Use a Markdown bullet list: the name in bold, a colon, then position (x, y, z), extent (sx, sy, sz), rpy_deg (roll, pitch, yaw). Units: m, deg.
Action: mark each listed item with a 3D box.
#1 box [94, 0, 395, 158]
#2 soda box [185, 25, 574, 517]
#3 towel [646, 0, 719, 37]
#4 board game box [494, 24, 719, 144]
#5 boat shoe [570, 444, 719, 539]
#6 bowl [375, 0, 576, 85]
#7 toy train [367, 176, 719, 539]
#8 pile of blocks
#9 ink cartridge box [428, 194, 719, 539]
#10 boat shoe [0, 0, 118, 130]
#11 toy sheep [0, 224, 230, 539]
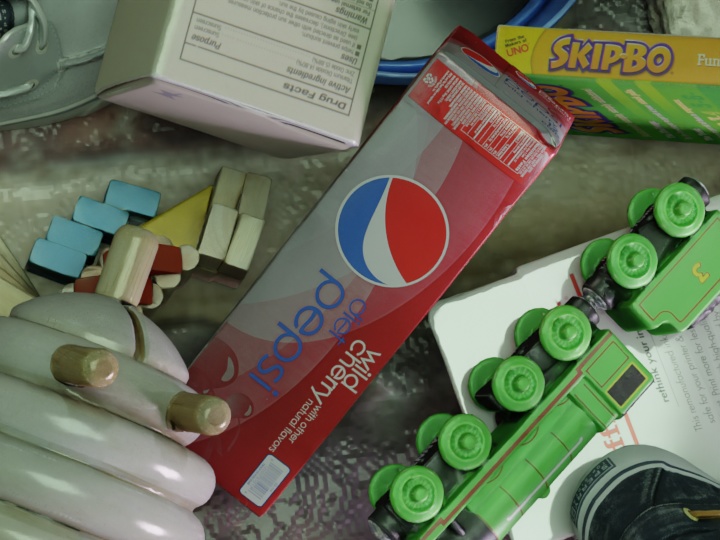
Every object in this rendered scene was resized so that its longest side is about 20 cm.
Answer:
- **box**: position (-0.030, -0.153, 1.123), extent (0.095, 0.078, 0.201), rpy_deg (19, 81, -22)
- **soda box**: position (0.000, 0.000, 1.140), extent (0.063, 0.070, 0.200), rpy_deg (39, 106, -1)
- **towel**: position (0.184, -0.163, 1.266), extent (0.132, 0.034, 0.201), rpy_deg (-7, 82, -10)
- **board game box**: position (0.142, -0.074, 1.180), extent (0.199, 0.096, 0.030), rpy_deg (2, 78, 10)
- **boat shoe**: position (0.178, 0.139, 1.147), extent (0.200, 0.091, 0.071), rpy_deg (21, 108, -31)
- **bowl**: position (0.013, -0.176, 1.234), extent (0.200, 0.039, 0.201), rpy_deg (2, 79, -9)
- **toy train**: position (0.082, 0.044, 1.138), extent (0.056, 0.042, 0.200), rpy_deg (46, 76, -10)
- **pile of blocks**: position (-0.122, 0.007, 1.165), extent (0.200, 0.062, 0.082), rpy_deg (-36, 88, -15)
- **ink cartridge box**: position (0.130, 0.039, 1.201), extent (0.199, 0.067, 0.116), rpy_deg (-19, 84, -13)
- **boat shoe**: position (-0.160, -0.097, 1.173), extent (0.199, 0.069, 0.072), rpy_deg (-13, 82, -12)
- **toy sheep**: position (-0.115, 0.078, 1.078), extent (0.138, 0.138, 0.200), rpy_deg (25, 80, -5)
